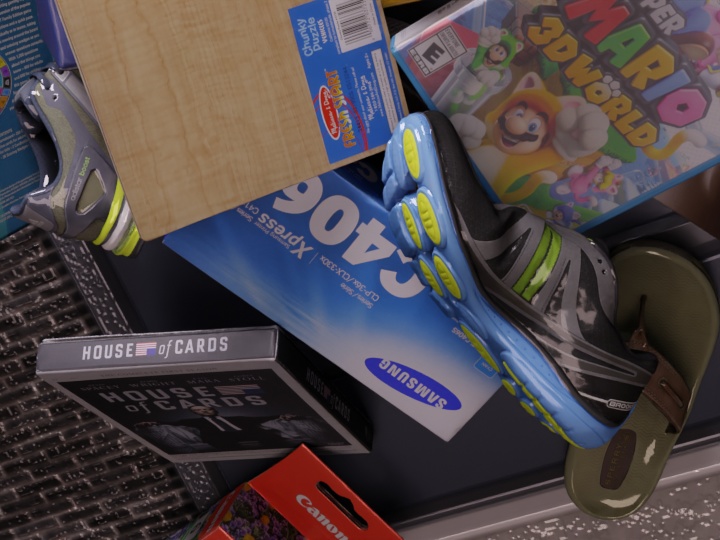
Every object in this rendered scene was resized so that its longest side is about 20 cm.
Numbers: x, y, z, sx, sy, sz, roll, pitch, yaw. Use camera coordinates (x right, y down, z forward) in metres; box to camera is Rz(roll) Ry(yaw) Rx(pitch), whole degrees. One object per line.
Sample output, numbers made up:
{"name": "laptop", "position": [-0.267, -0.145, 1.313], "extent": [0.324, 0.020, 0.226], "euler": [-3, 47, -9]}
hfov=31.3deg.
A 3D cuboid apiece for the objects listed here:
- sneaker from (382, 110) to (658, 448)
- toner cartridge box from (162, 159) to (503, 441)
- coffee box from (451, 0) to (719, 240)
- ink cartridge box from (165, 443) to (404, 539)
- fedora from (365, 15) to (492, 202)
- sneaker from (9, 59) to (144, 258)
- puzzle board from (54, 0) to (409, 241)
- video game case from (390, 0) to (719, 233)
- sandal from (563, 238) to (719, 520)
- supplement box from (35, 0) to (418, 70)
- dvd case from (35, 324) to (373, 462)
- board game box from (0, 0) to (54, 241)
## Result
{"name": "sneaker", "position": [0.081, -0.002, 0.653], "extent": [0.083, 0.071, 0.200], "euler": [-42, 106, -12]}
{"name": "toner cartridge box", "position": [0.000, 0.000, 0.708], "extent": [0.199, 0.043, 0.095], "euler": [35, 115, -12]}
{"name": "coffee box", "position": [0.156, -0.114, 0.676], "extent": [0.199, 0.080, 0.113], "euler": [29, 119, -15]}
{"name": "ink cartridge box", "position": [-0.069, 0.210, 0.891], "extent": [0.109, 0.050, 0.200], "euler": [44, 128, -8]}
{"name": "fedora", "position": [-0.007, -0.072, 0.749], "extent": [0.198, 0.090, 0.178], "euler": [3, 115, 4]}
{"name": "sneaker", "position": [-0.153, -0.111, 0.731], "extent": [0.080, 0.074, 0.202], "euler": [7, 76, -27]}
{"name": "puzzle board", "position": [-0.067, -0.131, 0.610], "extent": [0.150, 0.017, 0.201], "euler": [-22, 114, -13]}
{"name": "video game case", "position": [0.135, -0.104, 0.624], "extent": [0.199, 0.018, 0.143], "euler": [-28, 117, 21]}
{"name": "sandal", "position": [0.173, 0.076, 0.792], "extent": [0.079, 0.057, 0.203], "euler": [9, 115, 9]}
{"name": "supplement box", "position": [-0.073, -0.182, 0.660], "extent": [0.198, 0.110, 0.110], "euler": [-14, 111, -14]}
{"name": "dvd case", "position": [-0.089, 0.082, 0.802], "extent": [0.149, 0.025, 0.200], "euler": [-5, 157, 15]}
{"name": "board game box", "position": [-0.217, -0.125, 0.739], "extent": [0.047, 0.151, 0.202], "euler": [7, 115, 25]}
